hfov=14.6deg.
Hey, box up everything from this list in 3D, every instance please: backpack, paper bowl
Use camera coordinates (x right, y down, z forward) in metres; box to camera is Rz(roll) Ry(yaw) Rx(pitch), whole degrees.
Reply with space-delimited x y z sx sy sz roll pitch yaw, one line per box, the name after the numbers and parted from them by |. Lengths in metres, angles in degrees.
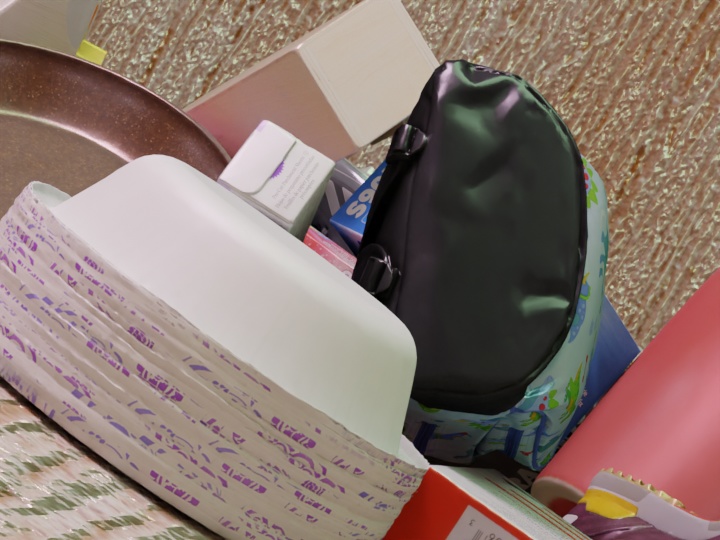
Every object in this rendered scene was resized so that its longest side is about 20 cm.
0.052 0.018 1.305 0.153 0.164 0.200 14 -23 -13 | backpack
-0.058 0.030 1.131 0.200 0.104 0.201 36 2 -1 | paper bowl

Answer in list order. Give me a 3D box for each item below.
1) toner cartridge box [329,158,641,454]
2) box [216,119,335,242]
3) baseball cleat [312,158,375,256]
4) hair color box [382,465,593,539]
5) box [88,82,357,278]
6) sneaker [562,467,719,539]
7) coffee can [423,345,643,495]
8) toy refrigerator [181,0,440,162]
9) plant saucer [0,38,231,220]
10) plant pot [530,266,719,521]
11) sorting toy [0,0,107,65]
0.071 0.010 1.517 0.043 0.095 0.200 26 -21 47 | toner cartridge box
-0.056 0.002 1.281 0.039 0.041 0.200 32 -29 4 | box
0.000 0.000 1.615 0.200 0.106 0.070 35 -18 30 | baseball cleat
0.073 0.141 1.240 0.111 0.064 0.200 34 3 12 | hair color box
-0.078 0.001 1.456 0.200 0.100 0.095 36 3 25 | box
0.159 0.167 1.390 0.075 0.090 0.200 44 -13 -27 | sneaker
0.116 0.095 1.700 0.200 0.147 0.146 33 3 -34 | coffee can
-0.042 -0.080 1.527 0.070 0.076 0.200 58 -34 -5 | toy refrigerator
-0.155 -0.048 1.358 0.200 0.037 0.201 18 28 -10 | plant saucer
0.205 0.122 1.568 0.200 0.177 0.201 46 -20 22 | plant pot
-0.180 -0.127 1.530 0.107 0.180 0.200 32 3 -4 | sorting toy
